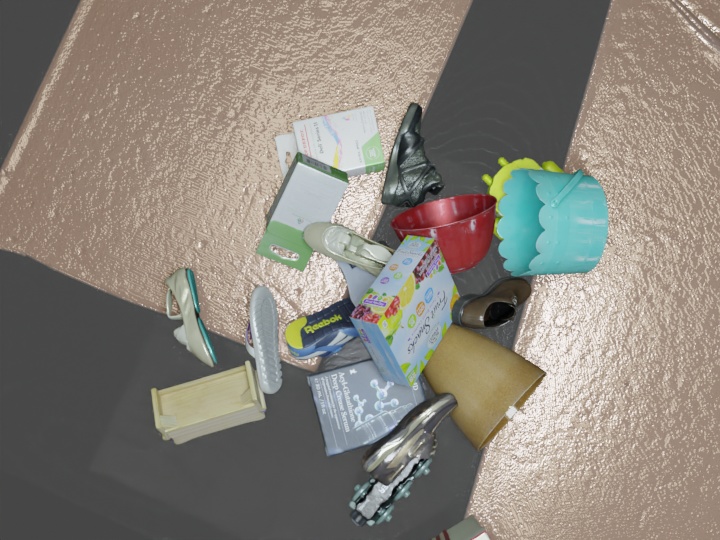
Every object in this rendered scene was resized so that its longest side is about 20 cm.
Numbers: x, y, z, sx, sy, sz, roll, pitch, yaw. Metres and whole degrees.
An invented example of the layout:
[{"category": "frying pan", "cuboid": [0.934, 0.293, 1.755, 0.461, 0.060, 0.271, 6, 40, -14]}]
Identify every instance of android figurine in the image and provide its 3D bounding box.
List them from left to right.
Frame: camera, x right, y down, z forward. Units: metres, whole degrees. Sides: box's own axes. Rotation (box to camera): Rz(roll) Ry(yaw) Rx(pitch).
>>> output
[{"category": "android figurine", "cuboid": [0.324, -0.131, 1.570, 0.200, 0.041, 0.182, 42, 87, 2]}]

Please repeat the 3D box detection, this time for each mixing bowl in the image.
[{"category": "mixing bowl", "cuboid": [0.164, -0.060, 1.504, 0.199, 0.200, 0.109, -16, 106, -1]}]

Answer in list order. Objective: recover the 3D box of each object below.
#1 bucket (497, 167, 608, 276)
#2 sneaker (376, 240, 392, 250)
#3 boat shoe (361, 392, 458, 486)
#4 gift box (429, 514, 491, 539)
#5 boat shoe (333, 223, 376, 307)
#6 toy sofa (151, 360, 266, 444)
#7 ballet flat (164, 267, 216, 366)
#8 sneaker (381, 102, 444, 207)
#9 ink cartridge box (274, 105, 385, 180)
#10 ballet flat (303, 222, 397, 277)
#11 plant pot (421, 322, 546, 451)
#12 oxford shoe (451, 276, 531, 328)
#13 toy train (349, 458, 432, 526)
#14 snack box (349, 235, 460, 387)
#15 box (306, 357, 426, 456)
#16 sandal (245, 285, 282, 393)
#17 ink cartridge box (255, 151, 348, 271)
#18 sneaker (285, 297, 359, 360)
[{"category": "bucket", "cuboid": [0.339, -0.085, 1.453, 0.134, 0.207, 0.208, 1, 84, -11]}, {"category": "sneaker", "cuboid": [0.093, 0.027, 1.548, 0.091, 0.076, 0.201, -30, 88, -15]}, {"category": "boat shoe", "cuboid": [0.094, 0.291, 1.409, 0.200, 0.074, 0.073, -40, 94, 1]}, {"category": "gift box", "cuboid": [0.194, 0.559, 1.425, 0.184, 0.187, 0.200, -35, 84, -3]}, {"category": "boat shoe", "cuboid": [0.000, 0.000, 1.543, 0.073, 0.065, 0.201, -28, 80, 13]}, {"category": "toy sofa", "cuboid": [-0.280, 0.247, 1.523, 0.199, 0.098, 0.083, -17, 59, -1]}, {"category": "ballet flat", "cuboid": [-0.322, 0.093, 1.525, 0.069, 0.070, 0.201, -19, 70, -2]}, {"category": "sneaker", "cuboid": [0.112, -0.215, 1.565, 0.114, 0.076, 0.201, 12, 87, 0]}, {"category": "ink cartridge box", "cuboid": [-0.062, -0.234, 1.570, 0.199, 0.067, 0.118, -13, 85, -1]}, {"category": "ballet flat", "cuboid": [-0.009, -0.042, 1.477, 0.199, 0.069, 0.070, 23, 85, 2]}, {"category": "plant pot", "cuboid": [0.201, 0.190, 1.484, 0.200, 0.186, 0.186, 41, 86, 19]}, {"category": "oxford shoe", "cuboid": [0.260, 0.067, 1.494, 0.200, 0.084, 0.073, -24, 119, -40]}, {"category": "toy train", "cuboid": [0.057, 0.377, 1.481, 0.085, 0.114, 0.200, 40, 84, 10]}, {"category": "snack box", "cuboid": [0.084, 0.068, 1.404, 0.067, 0.169, 0.200, 11, 51, 39]}, {"category": "box", "cuboid": [0.017, 0.239, 1.500, 0.199, 0.107, 0.149, -16, 83, -2]}, {"category": "sandal", "cuboid": [-0.191, 0.130, 1.534, 0.050, 0.082, 0.204, -9, 82, 25]}, {"category": "ink cartridge box", "cuboid": [-0.112, -0.109, 1.531, 0.103, 0.059, 0.201, 21, 113, -17]}, {"category": "sneaker", "cuboid": [-0.049, 0.112, 1.537, 0.199, 0.082, 0.074, -16, 56, -19]}]
